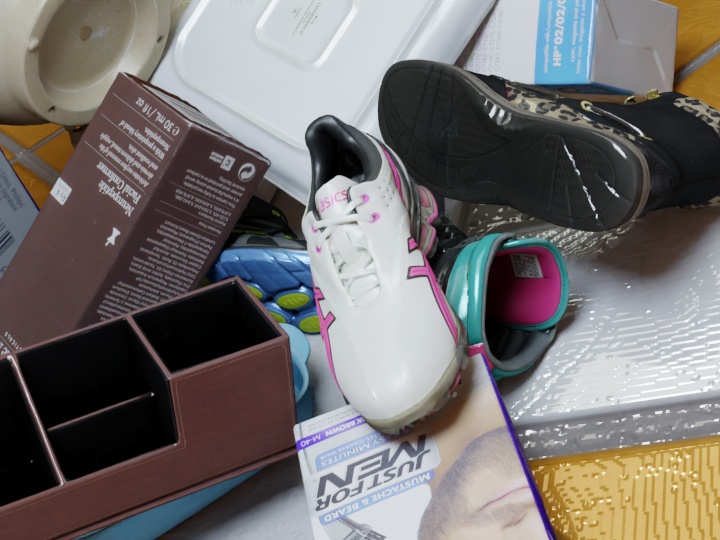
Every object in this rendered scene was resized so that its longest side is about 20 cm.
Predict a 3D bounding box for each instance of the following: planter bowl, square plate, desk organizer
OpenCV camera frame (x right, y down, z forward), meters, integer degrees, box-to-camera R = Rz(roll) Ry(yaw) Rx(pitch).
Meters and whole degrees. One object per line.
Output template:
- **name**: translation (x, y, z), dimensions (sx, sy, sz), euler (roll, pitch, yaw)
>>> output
- **planter bowl**: translation (-0.209, -0.176, 1.046), dimensions (0.135, 0.200, 0.200), euler (35, 63, 31)
- **square plate**: translation (-0.033, -0.157, 1.043), dimensions (0.198, 0.028, 0.200), euler (32, 88, 26)
- **desk organizer**: translation (-0.134, 0.079, 0.837), dimensions (0.200, 0.077, 0.072), euler (-19, 37, -20)

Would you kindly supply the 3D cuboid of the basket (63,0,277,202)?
- **basket**: translation (-0.122, -0.139, 1.203), dimensions (0.136, 0.123, 0.200), euler (-9, 37, 25)

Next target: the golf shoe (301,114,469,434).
- **golf shoe**: translation (0.000, 0.000, 0.837), dimensions (0.073, 0.092, 0.200), euler (-31, 36, 16)

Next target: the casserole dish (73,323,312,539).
- **casserole dish**: translation (-0.111, 0.102, 0.938), dimensions (0.200, 0.039, 0.121), euler (-31, 33, -11)

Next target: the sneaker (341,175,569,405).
- **sneaker**: translation (0.059, -0.002, 0.928), dimensions (0.121, 0.084, 0.200), euler (-15, 41, 23)

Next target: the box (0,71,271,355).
- **box**: translation (-0.152, -0.012, 1.002), dimensions (0.100, 0.075, 0.200), euler (36, 100, 46)

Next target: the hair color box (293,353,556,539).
- **hair color box**: translation (0.038, 0.135, 0.773), dimensions (0.109, 0.065, 0.200), euler (-22, 35, 4)

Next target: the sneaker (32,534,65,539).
- **sneaker**: translation (-0.239, 0.163, 0.865), dimensions (0.199, 0.076, 0.114), euler (8, 11, 43)

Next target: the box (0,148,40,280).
- **box**: translation (-0.309, -0.017, 1.098), dimensions (0.200, 0.184, 0.105), euler (8, 47, 39)

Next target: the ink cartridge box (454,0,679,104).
- **ink cartridge box**: translation (0.095, -0.149, 1.078), dimensions (0.200, 0.068, 0.115), euler (5, 1, 37)

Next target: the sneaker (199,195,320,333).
- **sneaker**: translation (-0.065, -0.012, 1.037), dimensions (0.200, 0.071, 0.083), euler (8, 51, 44)

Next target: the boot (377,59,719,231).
- **boot**: translation (0.122, -0.077, 0.942), dimensions (0.151, 0.073, 0.200), euler (-8, 21, -43)
